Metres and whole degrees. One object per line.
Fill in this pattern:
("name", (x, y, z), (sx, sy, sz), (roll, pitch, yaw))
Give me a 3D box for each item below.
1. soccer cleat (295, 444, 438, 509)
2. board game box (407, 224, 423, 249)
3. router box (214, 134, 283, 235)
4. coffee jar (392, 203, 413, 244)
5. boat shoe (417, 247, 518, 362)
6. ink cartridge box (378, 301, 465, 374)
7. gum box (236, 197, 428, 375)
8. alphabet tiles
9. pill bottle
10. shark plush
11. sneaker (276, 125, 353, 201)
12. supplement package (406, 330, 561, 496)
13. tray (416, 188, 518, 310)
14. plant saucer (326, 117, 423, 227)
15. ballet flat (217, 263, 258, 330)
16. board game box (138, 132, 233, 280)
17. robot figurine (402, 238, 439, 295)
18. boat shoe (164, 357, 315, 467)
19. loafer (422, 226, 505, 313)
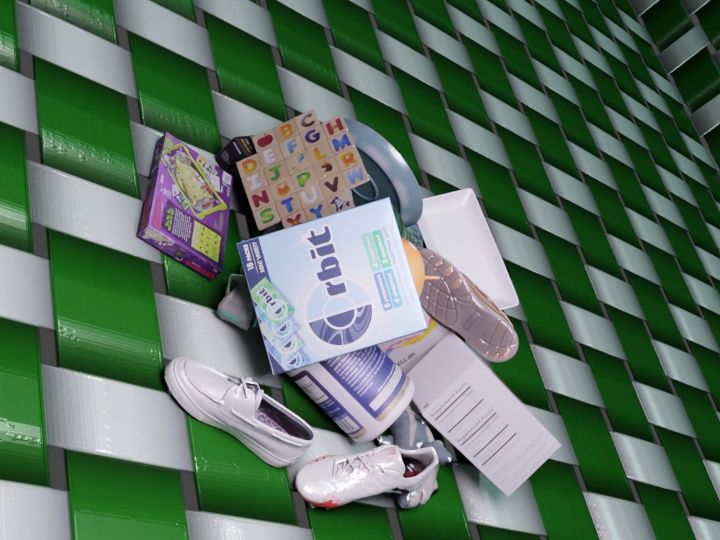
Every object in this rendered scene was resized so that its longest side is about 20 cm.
("soccer cleat", (0.009, 0.250, 1.403), (0.199, 0.085, 0.069), (4, 54, -37))
("board game box", (0.134, -0.045, 1.859), (0.199, 0.026, 0.200), (29, 22, -2))
("router box", (-0.105, -0.109, 1.676), (0.201, 0.052, 0.157), (57, 31, 10))
("coffee jar", (0.047, -0.002, 1.672), (0.200, 0.104, 0.086), (54, 25, -35))
("boat shoe", (0.145, 0.049, 1.599), (0.200, 0.076, 0.072), (49, 15, 6))
("ink cartridge box", (0.071, 0.084, 1.644), (0.199, 0.116, 0.068), (33, 35, -28))
("gum box", (-0.035, 0.020, 1.398), (0.045, 0.199, 0.171), (60, 14, -85))
("alphabet tiles", (-0.082, -0.137, 1.557), (0.006, 0.166, 0.201), (63, 4, -52))
("pill bottle", (-0.033, 0.120, 1.475), (0.200, 0.111, 0.111), (46, 31, -10))
("shark plush", (0.055, 0.223, 1.533), (0.083, 0.091, 0.201), (-11, 68, -23))
("sneaker", (-0.054, -0.135, 1.612), (0.079, 0.079, 0.200), (15, 30, -47))
("supplement package", (0.169, 0.203, 1.598), (0.200, 0.110, 0.114), (45, 2, -25))
("tray", (0.152, -0.023, 1.682), (0.107, 0.022, 0.201), (-13, 69, -19))
("plant saucer", (0.007, -0.136, 1.670), (0.200, 0.200, 0.027), (49, 64, -4))
("ballet flat", (-0.139, 0.009, 1.505), (0.063, 0.068, 0.200), (18, 30, 5))
("board game box", (-0.231, -0.089, 1.514), (0.120, 0.032, 0.201), (38, 32, -29))
("robot figurine", (0.001, -0.001, 1.504), (0.117, 0.199, 0.144), (-68, 155, -12))
("boat shoe", (-0.138, 0.160, 1.334), (0.200, 0.068, 0.072), (42, 32, -15))
("loafer", (0.159, 0.016, 1.720), (0.073, 0.071, 0.201), (-28, 77, -19))
